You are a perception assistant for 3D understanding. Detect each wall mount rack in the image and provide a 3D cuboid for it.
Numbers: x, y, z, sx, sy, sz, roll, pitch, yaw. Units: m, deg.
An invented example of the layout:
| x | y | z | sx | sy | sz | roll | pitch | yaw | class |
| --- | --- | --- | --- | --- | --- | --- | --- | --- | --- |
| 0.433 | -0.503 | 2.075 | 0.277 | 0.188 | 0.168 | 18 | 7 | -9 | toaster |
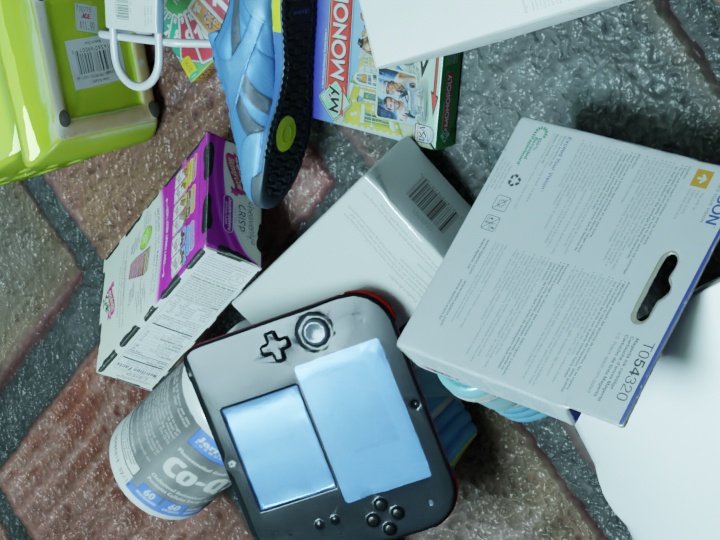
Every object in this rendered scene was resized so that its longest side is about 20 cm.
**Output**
| x | y | z | sx | sy | sz | roll | pitch | yaw | class |
| --- | --- | --- | --- | --- | --- | --- | --- | --- | --- |
| -0.150 | -0.252 | 1.410 | 0.173 | 0.074 | 0.201 | 12 | 110 | 37 | wall mount rack |

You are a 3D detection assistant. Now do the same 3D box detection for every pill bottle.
| x | y | z | sx | sy | sz | roll | pitch | yaw | class |
| --- | --- | --- | --- | --- | --- | --- | --- | --- | --- |
| -0.131 | 0.133 | 1.505 | 0.200 | 0.113 | 0.114 | -43 | 75 | 39 | pill bottle |

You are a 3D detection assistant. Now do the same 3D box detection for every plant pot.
| x | y | z | sx | sy | sz | roll | pitch | yaw | class |
| --- | --- | --- | --- | --- | --- | --- | --- | --- | --- |
| -0.303 | -0.180 | 1.510 | 0.181 | 0.200 | 0.200 | -6 | 99 | 33 | plant pot |

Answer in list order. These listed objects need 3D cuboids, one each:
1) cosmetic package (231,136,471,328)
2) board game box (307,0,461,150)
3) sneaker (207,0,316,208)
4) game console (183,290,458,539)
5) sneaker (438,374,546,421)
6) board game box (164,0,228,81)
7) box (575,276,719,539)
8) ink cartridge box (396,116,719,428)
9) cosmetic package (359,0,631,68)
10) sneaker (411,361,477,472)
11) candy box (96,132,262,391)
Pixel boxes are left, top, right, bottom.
| x | y | z | sx | sy | sz | roll | pitch | yaw | class |
| --- | --- | --- | --- | --- | --- | --- | --- | --- | --- |
| 0.000 | 0.000 | 1.365 | 0.113 | 0.081 | 0.200 | 48 | 130 | -3 | cosmetic package |
| 0.022 | -0.208 | 1.337 | 0.134 | 0.029 | 0.201 | 17 | 113 | 34 | board game box |
| -0.085 | -0.154 | 1.374 | 0.078 | 0.066 | 0.201 | 10 | 104 | 27 | sneaker |
| -0.029 | 0.128 | 1.328 | 0.176 | 0.031 | 0.201 | -20 | 97 | 9 | game console |
| 0.140 | 0.022 | 1.271 | 0.079 | 0.130 | 0.201 | 26 | 82 | 38 | sneaker |
| -0.163 | -0.276 | 1.474 | 0.095 | 0.030 | 0.201 | -37 | 76 | 39 | board game box |
| 0.272 | 0.104 | 1.152 | 0.200 | 0.130 | 0.200 | -32 | 82 | 40 | box |
| 0.149 | 0.002 | 1.150 | 0.199 | 0.043 | 0.197 | 20 | 74 | 40 | ink cartridge box |
| 0.107 | -0.210 | 1.196 | 0.199 | 0.107 | 0.085 | -12 | 96 | 30 | cosmetic package |
| 0.006 | 0.156 | 1.378 | 0.199 | 0.080 | 0.131 | -34 | 85 | 6 | sneaker |
| -0.160 | -0.005 | 1.481 | 0.200 | 0.061 | 0.137 | -45 | 35 | 38 | candy box |
